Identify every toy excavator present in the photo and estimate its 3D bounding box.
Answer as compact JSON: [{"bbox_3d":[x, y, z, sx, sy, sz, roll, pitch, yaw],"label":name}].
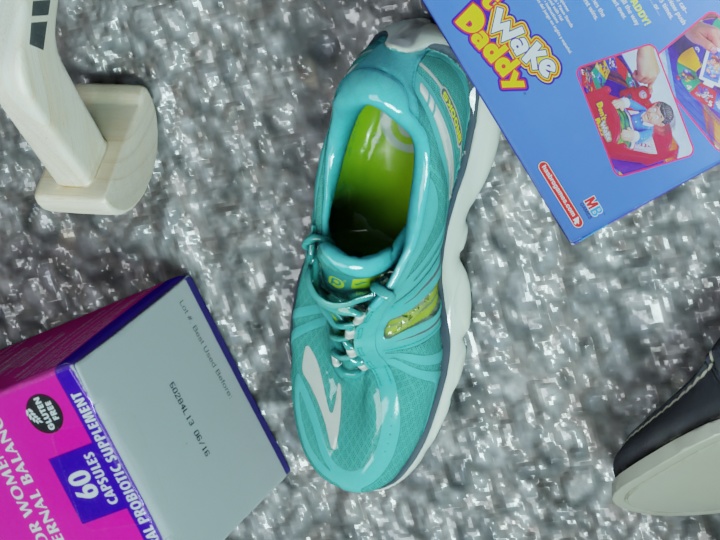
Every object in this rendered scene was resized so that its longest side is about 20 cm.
[{"bbox_3d":[-0.134,-0.133,0.825,0.099,0.194,0.202,5,84,23],"label":"toy excavator"}]

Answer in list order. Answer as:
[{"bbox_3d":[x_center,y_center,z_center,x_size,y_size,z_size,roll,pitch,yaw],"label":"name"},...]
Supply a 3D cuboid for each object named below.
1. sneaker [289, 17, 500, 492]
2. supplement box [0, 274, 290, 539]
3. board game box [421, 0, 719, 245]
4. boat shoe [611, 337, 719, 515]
[{"bbox_3d":[0.000,0.000,0.836,0.077,0.080,0.201,16,117,19],"label":"sneaker"},{"bbox_3d":[-0.149,0.093,0.932,0.199,0.103,0.102,-22,101,32],"label":"supplement box"},{"bbox_3d":[0.083,-0.128,0.764,0.134,0.045,0.201,-28,96,31],"label":"board game box"},{"bbox_3d":[0.170,0.031,0.793,0.200,0.072,0.063,-36,49,37],"label":"boat shoe"}]
